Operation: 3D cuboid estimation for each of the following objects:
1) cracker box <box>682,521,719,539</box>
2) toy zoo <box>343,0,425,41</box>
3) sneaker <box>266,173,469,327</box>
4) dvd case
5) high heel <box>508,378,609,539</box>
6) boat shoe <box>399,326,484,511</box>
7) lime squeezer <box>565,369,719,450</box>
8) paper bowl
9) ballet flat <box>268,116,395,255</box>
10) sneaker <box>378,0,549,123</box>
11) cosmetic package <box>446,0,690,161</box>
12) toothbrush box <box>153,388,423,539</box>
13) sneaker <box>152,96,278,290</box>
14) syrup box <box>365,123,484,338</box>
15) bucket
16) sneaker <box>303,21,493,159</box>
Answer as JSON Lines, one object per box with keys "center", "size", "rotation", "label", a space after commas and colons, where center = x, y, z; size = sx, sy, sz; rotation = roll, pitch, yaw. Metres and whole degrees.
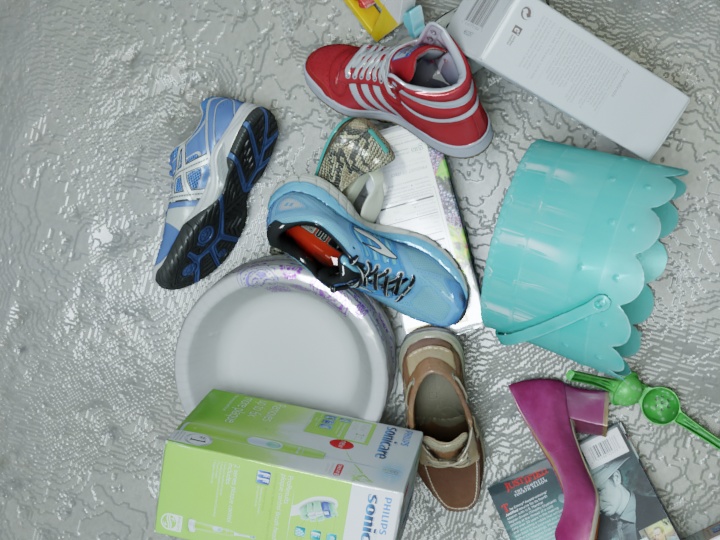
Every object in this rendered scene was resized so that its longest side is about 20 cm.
{"center": [0.321, 0.319, 1.192], "size": [0.199, 0.058, 0.134], "rotation": [-28, 85, 6], "label": "cracker box"}
{"center": [-0.007, -0.296, 1.196], "size": [0.020, 0.131, 0.200], "rotation": [-35, 86, -17], "label": "toy zoo"}
{"center": [0.000, 0.000, 1.120], "size": [0.199, 0.090, 0.079], "rotation": [28, 123, -4], "label": "sneaker"}
{"center": [0.220, 0.258, 1.184], "size": [0.146, 0.022, 0.201], "rotation": [-28, 64, 7], "label": "dvd case"}
{"center": [0.172, 0.191, 1.174], "size": [0.095, 0.067, 0.201], "rotation": [5, 64, 11], "label": "high heel"}
{"center": [0.073, 0.149, 1.183], "size": [0.075, 0.072, 0.201], "rotation": [-12, 120, 7], "label": "boat shoe"}
{"center": [0.261, 0.125, 1.185], "size": [0.199, 0.071, 0.038], "rotation": [27, 119, -16], "label": "lime squeezer"}
{"center": [-0.066, 0.083, 1.207], "size": [0.200, 0.104, 0.202], "rotation": [2, 104, 10], "label": "paper bowl"}
{"center": [-0.024, -0.055, 1.183], "size": [0.075, 0.068, 0.200], "rotation": [45, 137, 10], "label": "ballet flat"}
{"center": [0.085, -0.210, 1.207], "size": [0.200, 0.089, 0.074], "rotation": [-33, 88, 8], "label": "sneaker"}
{"center": [0.181, -0.179, 1.141], "size": [0.200, 0.102, 0.074], "rotation": [28, 101, -24], "label": "cosmetic package"}
{"center": [-0.057, 0.179, 1.099], "size": [0.199, 0.146, 0.086], "rotation": [12, 104, 7], "label": "toothbrush box"}
{"center": [-0.152, -0.075, 1.254], "size": [0.077, 0.076, 0.201], "rotation": [29, 94, 29], "label": "sneaker"}
{"center": [0.059, -0.036, 1.214], "size": [0.081, 0.079, 0.201], "rotation": [-16, 88, 7], "label": "syrup box"}
{"center": [0.197, -0.013, 1.138], "size": [0.134, 0.207, 0.208], "rotation": [17, 93, 17], "label": "bucket"}
{"center": [0.024, -0.178, 1.139], "size": [0.199, 0.113, 0.071], "rotation": [26, 71, 26], "label": "sneaker"}
